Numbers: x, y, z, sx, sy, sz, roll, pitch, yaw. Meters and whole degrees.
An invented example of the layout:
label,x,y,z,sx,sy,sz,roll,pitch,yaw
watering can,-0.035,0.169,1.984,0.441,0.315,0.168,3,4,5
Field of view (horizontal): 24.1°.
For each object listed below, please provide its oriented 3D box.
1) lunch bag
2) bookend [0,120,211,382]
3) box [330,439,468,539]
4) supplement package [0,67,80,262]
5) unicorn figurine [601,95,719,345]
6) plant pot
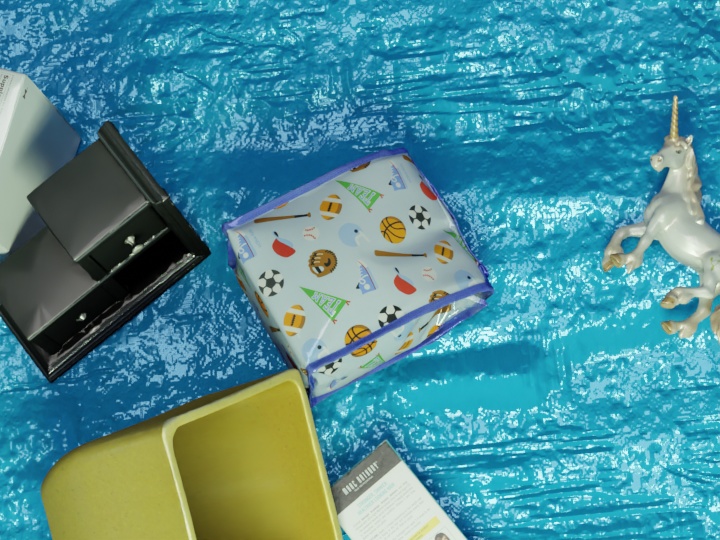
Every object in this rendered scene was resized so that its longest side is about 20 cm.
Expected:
label,x,y,z,sx,sy,sz,roll,pitch,yaw
lunch bag,0.000,0.000,1.534,0.199,0.124,0.171,-29,73,-12
bookend,-0.254,-0.012,1.525,0.198,0.200,0.092,-39,76,-5
box,0.056,0.256,1.507,0.082,0.049,0.200,-39,76,-4
supplement package,-0.395,-0.108,1.566,0.198,0.191,0.148,14,79,9
unicorn figurine,0.292,-0.033,1.548,0.137,0.074,0.200,-40,90,-14
plant pot,-0.159,0.214,1.452,0.199,0.194,0.197,-13,93,35
